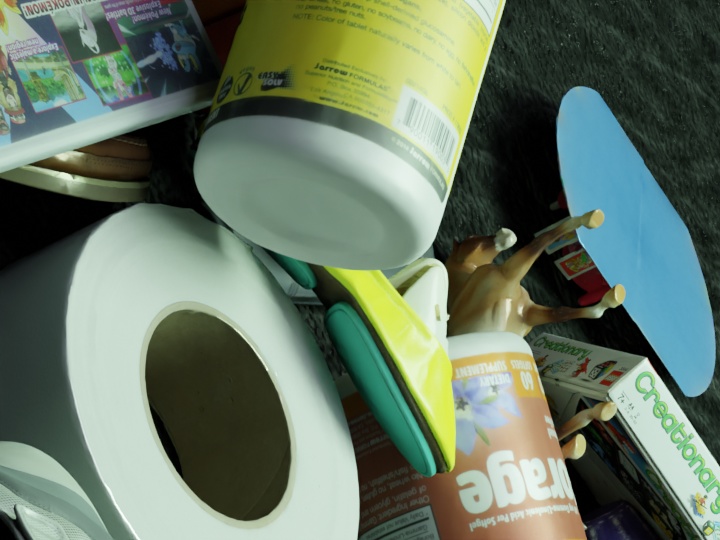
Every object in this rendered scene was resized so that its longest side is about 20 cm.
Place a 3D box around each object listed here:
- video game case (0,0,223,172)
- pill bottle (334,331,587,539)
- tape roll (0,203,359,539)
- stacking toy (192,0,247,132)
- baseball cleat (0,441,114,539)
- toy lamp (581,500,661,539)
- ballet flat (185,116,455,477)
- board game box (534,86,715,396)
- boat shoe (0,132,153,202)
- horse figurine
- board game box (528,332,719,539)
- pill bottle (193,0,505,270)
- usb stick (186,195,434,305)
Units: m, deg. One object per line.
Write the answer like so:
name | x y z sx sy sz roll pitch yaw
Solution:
video game case | -0.145 -0.139 1.197 0.200 0.023 0.183 -24 90 -61
pill bottle | 0.057 0.140 1.390 0.112 0.112 0.201 5 65 -56
tape roll | -0.087 0.074 1.256 0.202 0.071 0.203 36 42 -40
stacking toy | -0.047 -0.096 1.383 0.146 0.146 0.201 -34 106 -59
baseball cleat | -0.093 0.153 1.088 0.200 0.070 0.106 42 15 -1
toy lamp | 0.174 0.224 1.571 0.058 0.058 0.201 -29 93 -60
ballet flat | 0.000 0.000 1.323 0.067 0.067 0.200 -37 92 -14
board game box | 0.153 -0.014 1.727 0.200 0.039 0.158 53 27 -29
boat shoe | -0.161 -0.075 1.202 0.199 0.072 0.068 13 91 -46
horse figurine | 0.080 0.055 1.499 0.050 0.132 0.201 25 60 -39
board game box | 0.170 0.127 1.578 0.035 0.126 0.200 -40 109 -15
pill bottle | 0.004 -0.111 1.270 0.112 0.112 0.201 38 58 -38
usb stick | -0.022 -0.008 1.450 0.200 0.033 0.056 4 65 -57
